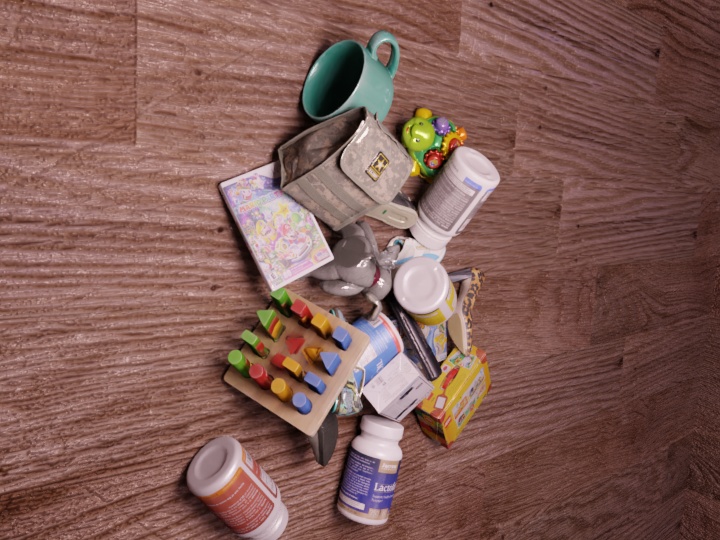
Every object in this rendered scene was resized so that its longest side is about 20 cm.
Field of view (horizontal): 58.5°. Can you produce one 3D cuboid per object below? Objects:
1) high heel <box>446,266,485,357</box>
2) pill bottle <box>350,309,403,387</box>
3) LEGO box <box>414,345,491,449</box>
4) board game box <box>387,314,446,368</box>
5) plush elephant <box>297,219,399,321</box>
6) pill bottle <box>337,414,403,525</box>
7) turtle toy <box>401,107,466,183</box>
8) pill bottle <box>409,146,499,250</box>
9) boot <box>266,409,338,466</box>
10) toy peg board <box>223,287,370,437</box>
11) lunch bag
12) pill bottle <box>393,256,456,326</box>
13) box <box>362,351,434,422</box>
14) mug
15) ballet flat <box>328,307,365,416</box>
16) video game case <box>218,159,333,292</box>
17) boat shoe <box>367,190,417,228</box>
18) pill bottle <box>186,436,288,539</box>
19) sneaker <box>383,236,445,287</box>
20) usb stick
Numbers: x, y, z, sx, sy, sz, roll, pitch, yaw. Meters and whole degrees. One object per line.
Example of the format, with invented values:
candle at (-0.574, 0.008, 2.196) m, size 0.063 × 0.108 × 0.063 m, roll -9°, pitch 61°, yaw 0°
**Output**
high heel at (0.267, 0.094, 1.526) m, size 0.140 × 0.071 × 0.205 m, roll -9°, pitch 83°, yaw -35°
pill bottle at (-0.019, 0.177, 1.277) m, size 0.199 × 0.112 × 0.114 m, roll -35°, pitch 120°, yaw -21°
LEGO box at (0.222, 0.294, 1.523) m, size 0.200 × 0.076 × 0.150 m, roll -48°, pitch 141°, yaw -24°
board game box at (0.118, 0.157, 1.454) m, size 0.197 × 0.034 × 0.139 m, roll -14°, pitch 108°, yaw -40°
plush elephant at (0.000, 0.000, 1.245) m, size 0.167 × 0.197 × 0.156 m, roll -62°, pitch 149°, yaw -23°
pill bottle at (0.025, 0.420, 1.369) m, size 0.114 × 0.115 × 0.205 m, roll 14°, pitch 89°, yaw -42°
turtle toy at (0.153, -0.266, 1.358) m, size 0.197 × 0.100 × 0.149 m, roll 12°, pitch 91°, yaw -42°
pill bottle at (0.189, -0.145, 1.338) m, size 0.112 × 0.115 × 0.201 m, roll -2°, pitch 139°, yaw -41°
boot at (-0.116, 0.269, 1.213) m, size 0.068 × 0.128 × 0.204 m, roll -48°, pitch 137°, yaw -53°
toy peg board at (-0.119, 0.141, 1.114) m, size 0.202 × 0.197 × 0.098 m, roll -57°, pitch 159°, yaw -17°
lunch bag at (-0.019, -0.182, 1.134) m, size 0.163 × 0.197 × 0.120 m, roll 36°, pitch 36°, yaw -47°
pill bottle at (0.138, 0.051, 1.311) m, size 0.113 × 0.109 × 0.200 m, roll -67°, pitch 160°, yaw -9°
box at (0.083, 0.247, 1.343) m, size 0.116 × 0.060 × 0.200 m, roll -43°, pitch 157°, yaw -2°
mug at (-0.002, -0.320, 1.153) m, size 0.114 × 0.182 × 0.155 m, roll 26°, pitch 64°, yaw -45°
ballet flat at (-0.025, 0.167, 1.186) m, size 0.073 × 0.073 × 0.204 m, roll 21°, pitch 57°, yaw -42°
video game case at (-0.145, -0.082, 1.130) m, size 0.142 × 0.018 × 0.203 m, roll -28°, pitch 93°, yaw -34°
boat shoe at (0.033, -0.152, 1.311) m, size 0.198 × 0.071 × 0.069 m, roll 23°, pitch 46°, yaw -35°
pill bottle at (-0.213, 0.401, 1.152) m, size 0.112 × 0.111 × 0.202 m, roll -47°, pitch 125°, yaw -25°
sneaker at (0.111, -0.039, 1.384) m, size 0.198 × 0.076 × 0.082 m, roll -31°, pitch 116°, yaw -36°
usb stick at (0.117, 0.141, 1.374) m, size 0.203 × 0.032 × 0.055 m, roll 63°, pitch 24°, yaw 0°
